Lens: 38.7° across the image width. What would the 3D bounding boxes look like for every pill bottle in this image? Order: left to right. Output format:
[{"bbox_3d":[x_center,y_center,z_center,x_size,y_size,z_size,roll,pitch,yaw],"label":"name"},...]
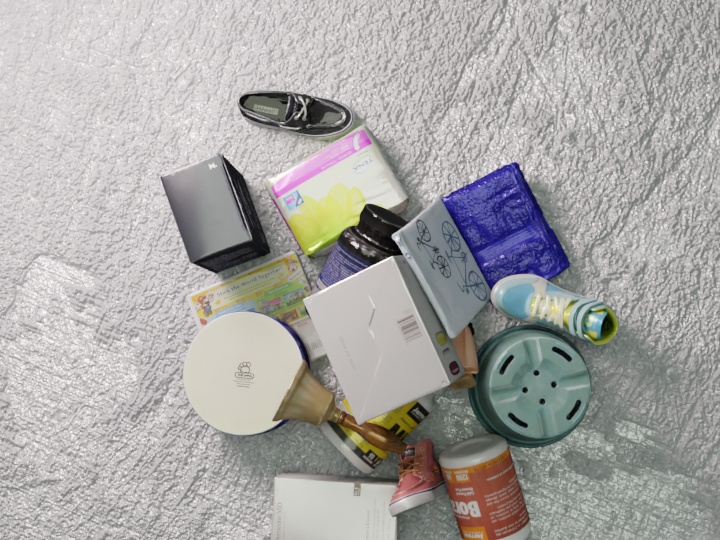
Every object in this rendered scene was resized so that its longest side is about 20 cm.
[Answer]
[{"bbox_3d":[0.000,0.000,1.630,0.112,0.112,0.200,30,106,7],"label":"pill bottle"},{"bbox_3d":[0.043,0.215,1.629,0.114,0.114,0.200,45,90,7],"label":"pill bottle"},{"bbox_3d":[0.200,0.367,1.595,0.112,0.112,0.200,-17,95,2],"label":"pill bottle"}]

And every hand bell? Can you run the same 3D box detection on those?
[{"bbox_3d":[-0.022,0.226,1.549,0.200,0.104,0.104,27,87,-1],"label":"hand bell"}]

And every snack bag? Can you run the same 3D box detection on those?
[{"bbox_3d":[0.129,-0.001,1.570,0.021,0.200,0.189,-25,98,30],"label":"snack bag"}]

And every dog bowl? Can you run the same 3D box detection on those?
[{"bbox_3d":[-0.181,0.165,1.648,0.200,0.079,0.201,0,85,5],"label":"dog bowl"}]

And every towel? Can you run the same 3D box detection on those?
[{"bbox_3d":[0.235,-0.060,1.662,0.147,0.050,0.200,-28,92,0],"label":"towel"}]

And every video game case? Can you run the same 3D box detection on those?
[{"bbox_3d":[-0.166,0.088,1.705,0.200,0.023,0.182,-23,83,3],"label":"video game case"}]

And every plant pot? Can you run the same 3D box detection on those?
[{"bbox_3d":[0.266,0.179,1.576,0.200,0.196,0.201,-1,84,5],"label":"plant pot"}]

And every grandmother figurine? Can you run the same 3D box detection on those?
[{"bbox_3d":[0.156,0.088,1.630,0.060,0.121,0.200,-11,52,19],"label":"grandmother figurine"}]

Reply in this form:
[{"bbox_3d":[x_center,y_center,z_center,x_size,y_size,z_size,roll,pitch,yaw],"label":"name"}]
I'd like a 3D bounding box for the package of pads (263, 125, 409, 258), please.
[{"bbox_3d":[-0.036,-0.125,1.693,0.200,0.068,0.155,-30,82,1],"label":"package of pads"}]

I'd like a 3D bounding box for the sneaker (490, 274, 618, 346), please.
[{"bbox_3d":[0.310,0.060,1.591,0.200,0.131,0.080,12,95,-14],"label":"sneaker"}]

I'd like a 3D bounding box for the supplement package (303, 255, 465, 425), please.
[{"bbox_3d":[0.037,0.098,1.510,0.156,0.111,0.200,-26,85,17],"label":"supplement package"}]

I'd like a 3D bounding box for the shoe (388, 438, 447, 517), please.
[{"bbox_3d":[0.080,0.316,1.578,0.071,0.200,0.091,-26,79,18],"label":"shoe"}]

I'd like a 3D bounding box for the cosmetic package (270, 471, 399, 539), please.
[{"bbox_3d":[-0.039,0.385,1.635,0.200,0.081,0.113,1,86,4],"label":"cosmetic package"}]

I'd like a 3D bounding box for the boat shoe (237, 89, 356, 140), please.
[{"bbox_3d":[-0.108,-0.267,1.713,0.200,0.068,0.072,12,85,5],"label":"boat shoe"}]

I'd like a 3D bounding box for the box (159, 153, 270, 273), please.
[{"bbox_3d":[-0.228,-0.087,1.637,0.104,0.200,0.148,-20,83,2],"label":"box"}]
